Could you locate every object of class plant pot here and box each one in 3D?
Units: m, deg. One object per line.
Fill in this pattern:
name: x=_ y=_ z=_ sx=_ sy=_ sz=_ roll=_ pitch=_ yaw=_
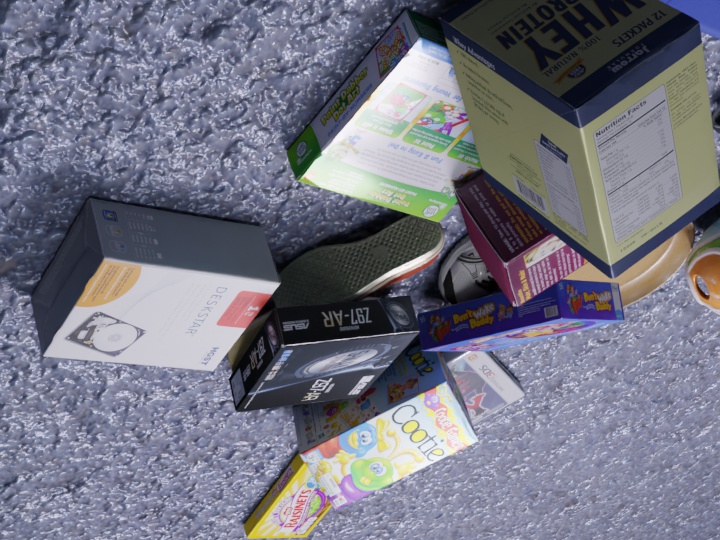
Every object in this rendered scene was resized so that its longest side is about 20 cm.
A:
plant pot: x=0.312 y=-0.016 z=1.623 sx=0.198 sy=0.028 sz=0.201 roll=-15 pitch=146 yaw=-11

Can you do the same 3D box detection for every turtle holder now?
turtle holder: x=0.472 y=-0.021 z=1.613 sx=0.131 sy=0.187 sz=0.141 roll=-17 pitch=127 yaw=38

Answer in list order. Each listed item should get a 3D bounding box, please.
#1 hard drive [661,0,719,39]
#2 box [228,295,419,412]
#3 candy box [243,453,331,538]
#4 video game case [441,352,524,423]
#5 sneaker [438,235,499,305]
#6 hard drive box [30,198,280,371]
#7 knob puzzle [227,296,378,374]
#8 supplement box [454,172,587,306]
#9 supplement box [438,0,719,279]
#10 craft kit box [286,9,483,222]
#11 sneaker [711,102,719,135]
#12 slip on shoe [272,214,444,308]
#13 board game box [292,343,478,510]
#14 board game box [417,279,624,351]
hard drive: x=0.379 y=-0.285 z=1.300 sx=0.198 sy=0.026 sz=0.132 roll=10 pitch=134 yaw=-37
box: x=-0.044 y=0.093 z=1.461 sx=0.158 sy=0.044 sz=0.200 roll=-5 pitch=156 yaw=-24
candy box: x=-0.077 y=0.309 z=1.841 sx=0.101 sy=0.027 sz=0.201 roll=7 pitch=135 yaw=-31
video game case: x=0.102 y=0.175 z=1.764 sx=0.199 sy=0.023 sz=0.182 roll=-31 pitch=144 yaw=12
sneaker: x=0.171 y=-0.011 z=1.498 sx=0.200 sy=0.088 sz=0.075 roll=-40 pitch=143 yaw=27
hard drive box: x=-0.206 y=0.019 z=1.338 sx=0.198 sy=0.077 sz=0.156 roll=7 pitch=136 yaw=-36
knob puzzle: x=-0.069 y=0.080 z=1.535 sx=0.217 sy=0.031 sz=0.221 roll=-15 pitch=145 yaw=-11
supplement box: x=0.212 y=-0.072 z=1.388 sx=0.199 sy=0.104 sz=0.131 roll=-32 pitch=156 yaw=-2
supplement box: x=0.196 y=-0.143 z=1.181 sx=0.134 sy=0.200 sz=0.201 roll=-34 pitch=135 yaw=-13
craft kit box: x=0.062 y=-0.143 z=1.301 sx=0.199 sy=0.049 sz=0.198 roll=14 pitch=129 yaw=-41
sneaker: x=0.462 y=-0.200 z=1.418 sx=0.070 sy=0.074 sz=0.200 roll=12 pitch=133 yaw=-44
slip on shoe: x=0.000 y=0.000 z=1.437 sx=0.198 sy=0.075 sz=0.061 roll=-24 pitch=160 yaw=2
board game box: x=0.029 y=0.190 z=1.644 sx=0.198 sy=0.105 sz=0.104 roll=-27 pitch=119 yaw=7
board game box: x=0.184 y=0.054 z=1.539 sx=0.199 sy=0.045 sz=0.134 roll=-16 pitch=167 yaw=40
